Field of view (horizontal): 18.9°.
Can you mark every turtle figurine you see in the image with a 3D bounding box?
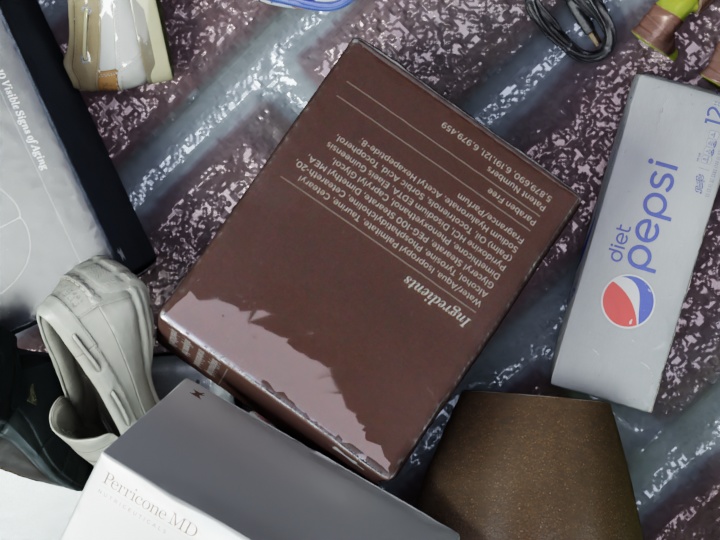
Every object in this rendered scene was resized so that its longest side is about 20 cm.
[{"bbox_3d":[0.250,-0.188,1.326,0.199,0.064,0.162,31,97,1],"label":"turtle figurine"}]

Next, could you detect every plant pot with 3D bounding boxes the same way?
[{"bbox_3d":[0.099,0.177,1.327,0.186,0.187,0.201,4,85,4],"label":"plant pot"}]

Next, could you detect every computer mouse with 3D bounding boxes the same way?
[{"bbox_3d":[0.102,-0.219,1.355,0.058,0.034,0.201,-28,98,-13],"label":"computer mouse"}]

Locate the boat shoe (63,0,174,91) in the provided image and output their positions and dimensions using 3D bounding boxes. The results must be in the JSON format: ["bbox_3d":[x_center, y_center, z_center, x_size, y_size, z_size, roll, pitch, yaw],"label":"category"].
[{"bbox_3d":[-0.170,-0.210,1.350,0.068,0.075,0.201,-13,95,0],"label":"boat shoe"}]

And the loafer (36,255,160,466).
[{"bbox_3d":[-0.155,0.084,1.294,0.070,0.070,0.201,25,136,40],"label":"loafer"}]

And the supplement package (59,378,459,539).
[{"bbox_3d":[-0.081,0.207,1.222,0.191,0.147,0.201,29,109,7],"label":"supplement package"}]

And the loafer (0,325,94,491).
[{"bbox_3d":[-0.220,0.081,1.305,0.072,0.200,0.073,-4,61,22],"label":"loafer"}]

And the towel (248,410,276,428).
[{"bbox_3d":[-0.095,0.201,1.354,0.200,0.030,0.147,-40,68,7],"label":"towel"}]

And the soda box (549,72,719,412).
[{"bbox_3d":[0.175,-0.019,1.348,0.068,0.063,0.201,15,97,3],"label":"soda box"}]

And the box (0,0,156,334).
[{"bbox_3d":[-0.262,-0.049,1.347,0.196,0.124,0.201,-24,94,7],"label":"box"}]

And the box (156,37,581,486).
[{"bbox_3d":[0.000,0.000,1.290,0.164,0.166,0.200,35,81,-1],"label":"box"}]

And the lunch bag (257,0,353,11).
[{"bbox_3d":[-0.043,-0.265,1.337,0.159,0.076,0.201,15,97,0],"label":"lunch bag"}]

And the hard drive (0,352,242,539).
[{"bbox_3d":[-0.173,0.128,1.403,0.199,0.033,0.140,-6,95,5],"label":"hard drive"}]
